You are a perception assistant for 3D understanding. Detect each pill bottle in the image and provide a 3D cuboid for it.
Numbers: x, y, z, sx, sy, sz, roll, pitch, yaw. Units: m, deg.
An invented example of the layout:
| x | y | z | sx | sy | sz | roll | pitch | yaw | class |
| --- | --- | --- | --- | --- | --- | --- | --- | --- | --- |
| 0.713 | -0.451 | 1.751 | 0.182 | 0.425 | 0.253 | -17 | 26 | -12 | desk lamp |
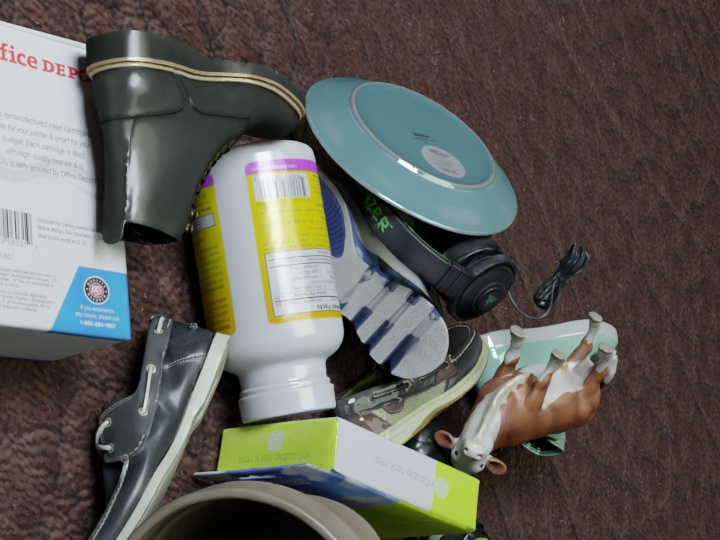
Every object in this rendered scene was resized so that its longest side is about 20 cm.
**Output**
| x | y | z | sx | sy | sz | roll | pitch | yaw | class |
| --- | --- | --- | --- | --- | --- | --- | --- | --- | --- |
| -0.070 | 0.010 | 1.291 | 0.104 | 0.103 | 0.203 | -1 | 80 | -52 | pill bottle |

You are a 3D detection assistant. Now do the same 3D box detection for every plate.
| x | y | z | sx | sy | sz | roll | pitch | yaw | class |
| --- | --- | --- | --- | --- | --- | --- | --- | --- | --- |
| 0.047 | -0.103 | 1.388 | 0.198 | 0.026 | 0.201 | 25 | 29 | -15 | plate |

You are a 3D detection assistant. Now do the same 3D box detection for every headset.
| x | y | z | sx | sy | sz | roll | pitch | yaw | class |
| --- | --- | --- | --- | --- | --- | --- | --- | --- | --- |
| 0.093 | -0.021 | 1.384 | 0.199 | 0.094 | 0.124 | 29 | 23 | -31 | headset |

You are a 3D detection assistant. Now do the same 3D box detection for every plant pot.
| x | y | z | sx | sy | sz | roll | pitch | yaw | class |
| --- | --- | --- | --- | --- | --- | --- | --- | --- | --- |
| -0.056 | 0.232 | 1.183 | 0.173 | 0.198 | 0.202 | -19 | 93 | -72 | plant pot |

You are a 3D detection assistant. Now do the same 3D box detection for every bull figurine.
| x | y | z | sx | sy | sz | roll | pitch | yaw | class |
| --- | --- | --- | --- | --- | --- | --- | --- | --- | --- |
| 0.147 | 0.106 | 1.457 | 0.065 | 0.122 | 0.199 | 41 | 30 | 26 | bull figurine |

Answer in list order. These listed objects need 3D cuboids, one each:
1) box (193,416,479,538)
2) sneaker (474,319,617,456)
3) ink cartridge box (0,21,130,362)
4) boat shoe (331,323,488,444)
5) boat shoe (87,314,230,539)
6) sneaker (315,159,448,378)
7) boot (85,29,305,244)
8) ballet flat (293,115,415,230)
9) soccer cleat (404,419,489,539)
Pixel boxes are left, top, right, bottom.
| x | y | z | sx | sy | sz | roll | pitch | yaw | class |
| --- | --- | --- | --- | --- | --- | --- | --- | --- | --- |
| -0.015 | 0.158 | 1.296 | 0.199 | 0.121 | 0.048 | 29 | 60 | -44 | box |
| 0.178 | 0.113 | 1.596 | 0.199 | 0.073 | 0.120 | -6 | 76 | -43 | sneaker |
| -0.233 | -0.051 | 1.116 | 0.145 | 0.084 | 0.203 | 11 | 69 | -51 | ink cartridge box |
| 0.044 | 0.088 | 1.436 | 0.200 | 0.073 | 0.065 | -41 | 116 | -49 | boat shoe |
| -0.156 | 0.122 | 1.192 | 0.067 | 0.072 | 0.202 | 23 | 61 | -1 | boat shoe |
| 0.001 | 0.001 | 1.402 | 0.200 | 0.080 | 0.115 | 49 | 10 | 3 | sneaker |
| -0.114 | -0.075 | 1.183 | 0.199 | 0.077 | 0.140 | 9 | 75 | -49 | boot |
| 0.014 | -0.057 | 1.451 | 0.201 | 0.070 | 0.071 | 60 | 40 | -20 | ballet flat |
| 0.078 | 0.221 | 1.429 | 0.067 | 0.080 | 0.203 | 8 | 73 | -50 | soccer cleat |
